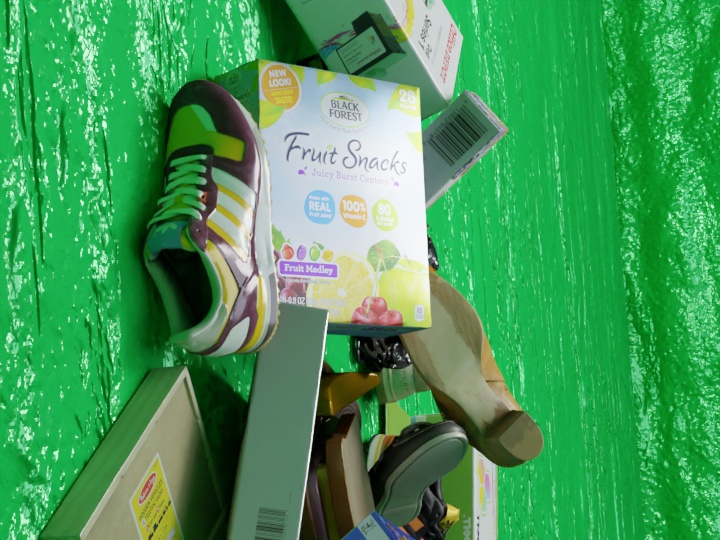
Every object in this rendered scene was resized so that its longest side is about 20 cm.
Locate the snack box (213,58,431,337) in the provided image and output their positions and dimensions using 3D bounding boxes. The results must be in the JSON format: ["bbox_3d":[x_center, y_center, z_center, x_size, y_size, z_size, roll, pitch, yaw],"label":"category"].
[{"bbox_3d":[-0.029,-0.053,1.330,0.168,0.067,0.202,4,78,-39],"label":"snack box"}]

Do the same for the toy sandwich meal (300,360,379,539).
[{"bbox_3d":[-0.017,0.167,1.426,0.205,0.070,0.207,-5,90,-73],"label":"toy sandwich meal"}]

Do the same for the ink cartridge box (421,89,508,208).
[{"bbox_3d":[0.077,-0.105,1.508,0.050,0.109,0.200,46,9,2],"label":"ink cartridge box"}]

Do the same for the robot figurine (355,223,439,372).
[{"bbox_3d":[0.000,0.000,1.453,0.200,0.058,0.146,40,61,-48],"label":"robot figurine"}]

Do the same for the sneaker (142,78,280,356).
[{"bbox_3d":[-0.111,-0.041,1.175,0.090,0.074,0.202,5,69,-56],"label":"sneaker"}]

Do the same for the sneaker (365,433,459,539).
[{"bbox_3d":[0.048,0.248,1.583,0.070,0.089,0.202,51,37,-61],"label":"sneaker"}]

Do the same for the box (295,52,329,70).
[{"bbox_3d":[0.005,-0.101,1.567,0.200,0.040,0.138,47,25,-63],"label":"box"}]

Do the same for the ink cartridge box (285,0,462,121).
[{"bbox_3d":[0.006,-0.238,1.496,0.201,0.083,0.145,57,24,-25],"label":"ink cartridge box"}]

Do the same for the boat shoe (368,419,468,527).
[{"bbox_3d":[0.039,0.168,1.483,0.200,0.066,0.057,117,-41,-56],"label":"boat shoe"}]

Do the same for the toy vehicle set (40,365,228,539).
[{"bbox_3d":[-0.140,0.165,1.097,0.200,0.026,0.125,-63,144,-60],"label":"toy vehicle set"}]

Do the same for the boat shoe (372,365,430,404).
[{"bbox_3d":[0.058,0.075,1.696,0.200,0.064,0.073,-64,144,-69],"label":"boat shoe"}]

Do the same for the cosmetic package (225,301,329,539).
[{"bbox_3d":[-0.065,0.147,1.220,0.151,0.051,0.201,100,-3,-55],"label":"cosmetic package"}]

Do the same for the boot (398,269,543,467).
[{"bbox_3d":[0.077,0.089,1.462,0.202,0.071,0.144,54,-12,-3],"label":"boot"}]

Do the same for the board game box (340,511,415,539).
[{"bbox_3d":[0.003,0.273,1.359,0.045,0.134,0.200,49,0,27],"label":"board game box"}]

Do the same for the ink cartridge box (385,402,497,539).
[{"bbox_3d":[0.084,0.217,1.734,0.200,0.075,0.149,49,39,-65],"label":"ink cartridge box"}]

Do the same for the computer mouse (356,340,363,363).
[{"bbox_3d":[-0.002,-0.018,1.570,0.200,0.046,0.141,62,30,-52],"label":"computer mouse"}]
